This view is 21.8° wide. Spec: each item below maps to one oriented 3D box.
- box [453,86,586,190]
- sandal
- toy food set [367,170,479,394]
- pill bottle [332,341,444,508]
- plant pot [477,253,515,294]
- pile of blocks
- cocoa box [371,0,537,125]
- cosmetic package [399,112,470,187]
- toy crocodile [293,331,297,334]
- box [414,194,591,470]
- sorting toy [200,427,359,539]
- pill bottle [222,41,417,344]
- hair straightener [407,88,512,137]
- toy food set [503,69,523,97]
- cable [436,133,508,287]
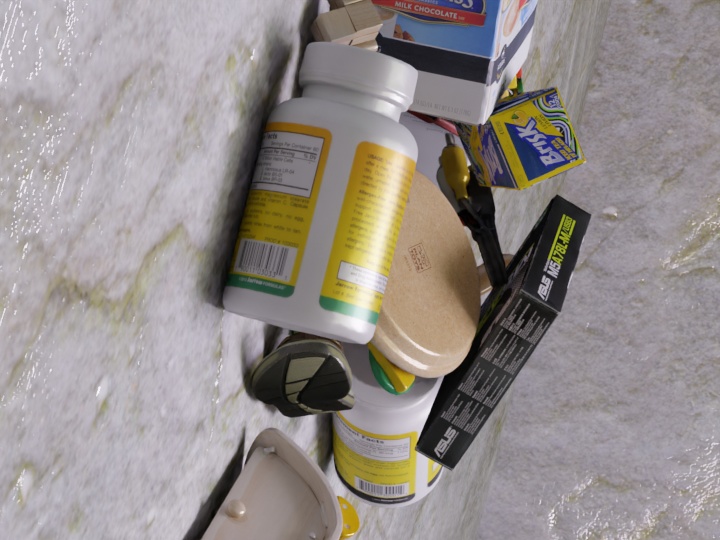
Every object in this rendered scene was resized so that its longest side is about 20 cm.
[{"bbox_3d":[0.133,-0.112,1.605,0.200,0.064,0.070,-151,-142,-83],"label":"box"},{"bbox_3d":[-0.046,0.080,1.521,0.201,0.080,0.057,84,4,-77],"label":"sandal"},{"bbox_3d":[0.030,-0.004,1.558,0.200,0.049,0.198,59,35,-15],"label":"toy food set"},{"bbox_3d":[0.028,0.134,1.824,0.200,0.114,0.114,90,17,-51],"label":"pill bottle"},{"bbox_3d":[0.084,0.032,1.914,0.028,0.200,0.200,60,11,4],"label":"plant pot"},{"bbox_3d":[-0.019,-0.125,1.435,0.082,0.062,0.200,27,-49,57],"label":"pile of blocks"},{"bbox_3d":[0.069,-0.222,1.546,0.200,0.133,0.131,-54,156,-63],"label":"cocoa box"},{"bbox_3d":[0.083,-0.170,1.825,0.200,0.081,0.113,90,16,-49],"label":"cosmetic package"},{"bbox_3d":[0.000,0.000,1.647,0.062,0.067,0.200,-59,-178,42],"label":"toy crocodile"},{"bbox_3d":[0.130,0.053,1.683,0.200,0.047,0.193,-59,180,32],"label":"box"},{"bbox_3d":[-0.094,0.258,1.464,0.180,0.107,0.200,-61,179,32],"label":"sorting toy"},{"bbox_3d":[-0.023,-0.056,1.335,0.113,0.113,0.200,35,69,-79],"label":"pill bottle"},{"bbox_3d":[0.093,-0.157,1.705,0.077,0.041,0.200,-43,141,16],"label":"hair straightener"},{"bbox_3d":[0.137,-0.252,1.944,0.200,0.049,0.198,-95,176,-45],"label":"toy food set"},{"bbox_3d":[0.102,-0.036,1.717,0.200,0.050,0.097,-95,175,-51],"label":"cable"}]
